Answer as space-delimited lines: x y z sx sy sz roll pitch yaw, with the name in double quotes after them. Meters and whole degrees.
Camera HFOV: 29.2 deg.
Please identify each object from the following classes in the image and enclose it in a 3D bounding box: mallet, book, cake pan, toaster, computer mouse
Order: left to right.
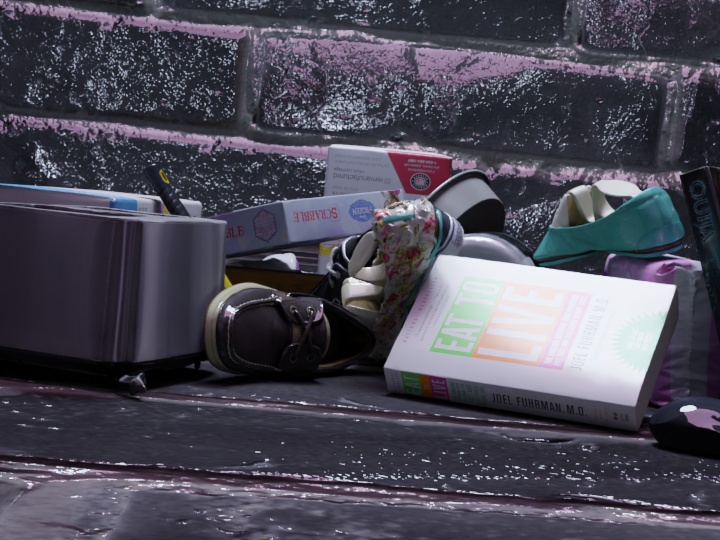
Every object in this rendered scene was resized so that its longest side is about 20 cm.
-0.201 0.014 1.038 0.197 0.121 0.180 7 4 20 "toaster"
-0.134 -0.008 1.191 0.041 0.201 0.066 -38 -5 17 "mallet"
0.087 -0.012 1.469 0.037 0.202 0.199 36 17 24 "cake pan"
0.132 0.056 1.065 0.197 0.049 0.134 6 40 25 "book"
0.294 0.110 0.929 0.197 0.035 0.059 6 3 9 "computer mouse"

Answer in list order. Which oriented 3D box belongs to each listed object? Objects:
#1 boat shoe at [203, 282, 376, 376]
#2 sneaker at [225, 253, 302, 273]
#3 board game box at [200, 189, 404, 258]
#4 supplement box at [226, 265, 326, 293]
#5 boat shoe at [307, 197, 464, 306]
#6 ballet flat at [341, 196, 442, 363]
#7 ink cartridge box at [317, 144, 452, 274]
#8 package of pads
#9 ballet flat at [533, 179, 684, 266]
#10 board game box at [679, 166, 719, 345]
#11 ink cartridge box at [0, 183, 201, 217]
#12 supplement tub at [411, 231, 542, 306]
-0.052 0.047 1.105 0.064 0.075 0.199 1 1 28 "boat shoe"
-0.115 0.011 1.499 0.098 0.076 0.200 13 0 -9 "sneaker"
-0.087 -0.041 1.381 0.197 0.042 0.199 -9 1 36 "board game box"
-0.072 0.034 1.370 0.197 0.068 0.069 6 1 2 "supplement box"
0.000 0.000 1.267 0.199 0.072 0.068 -32 -50 30 "boat shoe"
0.017 0.007 1.174 0.063 0.076 0.201 2 -39 -13 "ballet flat"
0.026 -0.039 1.598 0.145 0.204 0.086 5 4 1 "ink cartridge box"
0.264 0.047 1.217 0.074 0.123 0.200 5 4 -3 "package of pads"
0.217 -0.045 1.242 0.067 0.072 0.199 -16 3 -25 "ballet flat"
0.316 0.020 1.111 0.028 0.203 0.134 -17 -10 34 "board game box"
-0.232 -0.007 1.257 0.123 0.131 0.200 6 4 19 "ink cartridge box"
0.121 0.024 1.350 0.120 0.125 0.200 6 4 11 "supplement tub"
